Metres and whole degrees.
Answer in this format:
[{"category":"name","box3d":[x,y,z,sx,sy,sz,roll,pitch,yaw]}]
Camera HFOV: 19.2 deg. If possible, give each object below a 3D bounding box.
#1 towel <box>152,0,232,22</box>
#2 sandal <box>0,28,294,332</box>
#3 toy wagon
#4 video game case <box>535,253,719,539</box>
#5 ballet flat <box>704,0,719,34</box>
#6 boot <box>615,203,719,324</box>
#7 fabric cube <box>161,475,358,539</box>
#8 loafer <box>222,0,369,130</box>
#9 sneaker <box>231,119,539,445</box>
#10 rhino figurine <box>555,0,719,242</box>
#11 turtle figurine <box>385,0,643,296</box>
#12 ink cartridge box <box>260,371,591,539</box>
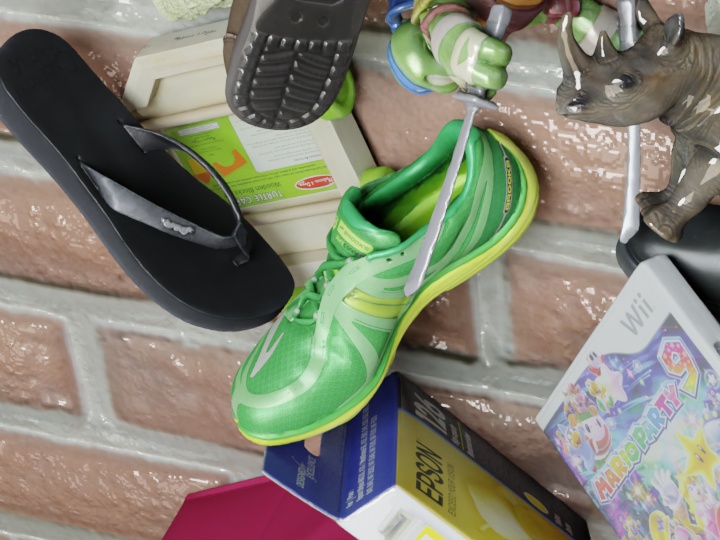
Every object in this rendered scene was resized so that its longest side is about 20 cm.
[{"category":"towel","box3d":[-0.069,-0.211,1.019,0.200,0.037,0.148,-30,110,40]},{"category":"sandal","box3d":[-0.111,-0.044,1.091,0.200,0.076,0.043,44,134,-12]},{"category":"toy wagon","box3d":[-0.051,-0.040,1.147,0.154,0.040,0.201,-8,123,31]},{"category":"video game case","box3d":[0.170,0.110,1.023,0.200,0.018,0.144,55,145,22]},{"category":"ballet flat","box3d":[0.196,-0.155,0.908,0.072,0.072,0.200,35,129,-4]},{"category":"boot","box3d":[0.222,-0.053,0.982,0.164,0.066,0.201,19,135,3]},{"category":"fabric cube","box3d":[-0.026,0.251,1.261,0.199,0.200,0.197,-18,118,35]},{"category":"loafer","box3d":[-0.021,-0.162,0.963,0.073,0.071,0.201,12,123,-27]},{"category":"sneaker","box3d":[0.000,0.000,1.068,0.074,0.200,0.084,42,179,43]},{"category":"rhino figurine","box3d":[0.156,-0.052,0.913,0.200,0.060,0.088,36,102,-23]},{"category":"turtle figurine","box3d":[0.099,-0.112,0.948,0.143,0.201,0.194,10,136,-29]},{"category":"ink cartridge box","box3d":[0.043,0.120,1.132,0.200,0.198,0.047,40,102,-8]}]
